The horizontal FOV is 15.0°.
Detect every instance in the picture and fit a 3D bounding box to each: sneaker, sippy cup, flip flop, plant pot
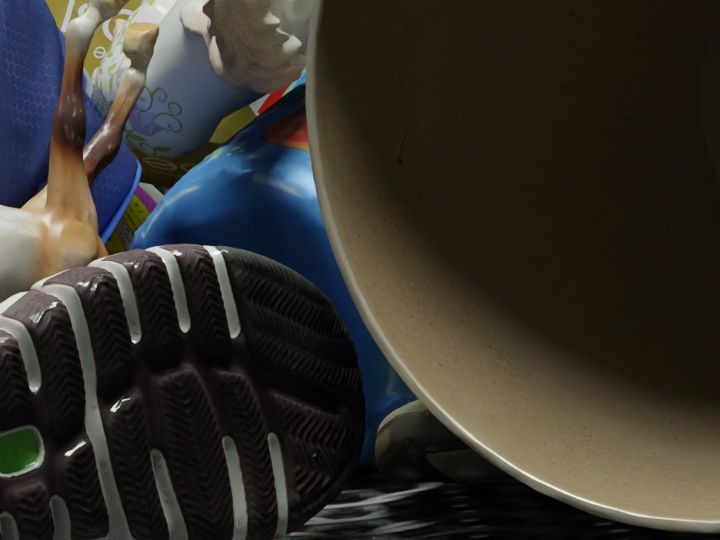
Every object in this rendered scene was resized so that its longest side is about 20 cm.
[{"bbox_3d":[-0.100,0.040,0.645,0.115,0.076,0.200,-8,1,44],"label":"sneaker"},{"bbox_3d":[0.000,0.000,0.831,0.139,0.178,0.130,26,27,22],"label":"sippy cup"},{"bbox_3d":[0.069,0.024,0.767,0.081,0.058,0.200,-4,6,35],"label":"flip flop"},{"bbox_3d":[0.105,-0.043,0.667,0.200,0.201,0.134,-4,-1,29],"label":"plant pot"}]

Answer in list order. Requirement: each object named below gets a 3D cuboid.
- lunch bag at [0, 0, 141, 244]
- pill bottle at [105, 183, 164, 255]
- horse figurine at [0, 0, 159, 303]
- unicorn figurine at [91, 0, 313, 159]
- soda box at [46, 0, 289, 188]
[{"bbox_3d":[-0.159,-0.007,0.772,0.135,0.133,0.200,-1,43,34],"label":"lunch bag"},{"bbox_3d":[-0.146,0.015,0.964,0.104,0.105,0.200,-4,2,27],"label":"pill bottle"},{"bbox_3d":[-0.103,-0.017,0.688,0.050,0.133,0.200,7,-7,34],"label":"horse figurine"},{"bbox_3d":[-0.032,-0.084,0.822,0.138,0.074,0.200,-56,2,-39],"label":"unicorn figurine"},{"bbox_3d":[-0.043,-0.064,0.956,0.199,0.068,0.064,11,-16,15],"label":"soda box"}]
